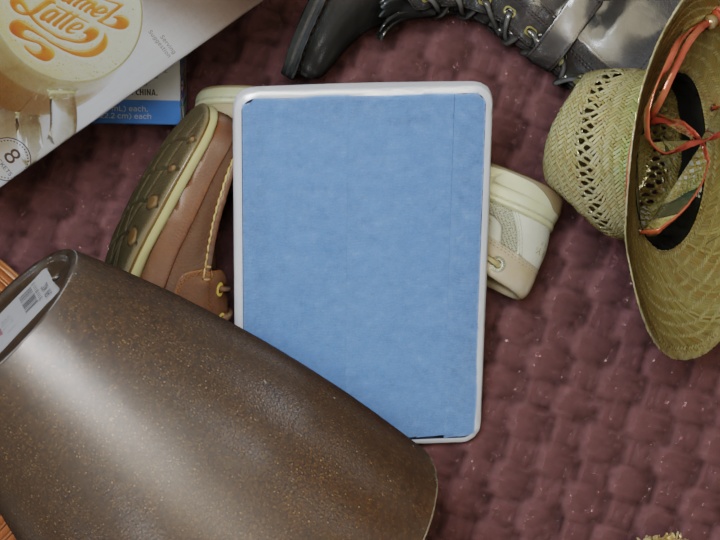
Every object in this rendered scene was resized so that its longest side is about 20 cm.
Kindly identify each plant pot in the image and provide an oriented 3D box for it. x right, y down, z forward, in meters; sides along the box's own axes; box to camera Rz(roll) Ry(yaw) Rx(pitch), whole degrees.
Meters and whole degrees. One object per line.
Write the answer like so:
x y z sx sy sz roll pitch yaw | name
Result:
-0.098 0.089 1.121 0.187 0.187 0.200 -46 110 -5 | plant pot

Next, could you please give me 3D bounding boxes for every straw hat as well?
0.141 -0.058 1.198 0.085 0.201 0.201 10 83 30 | straw hat

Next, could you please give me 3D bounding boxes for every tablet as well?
0.000 0.000 1.199 0.130 0.014 0.200 -2 114 -6 | tablet

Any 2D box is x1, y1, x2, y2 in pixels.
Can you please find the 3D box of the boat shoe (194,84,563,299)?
0.003 -0.042 1.228 0.200 0.072 0.065 20 83 -4 | boat shoe

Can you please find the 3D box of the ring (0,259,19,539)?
-0.237 0.076 1.204 0.200 0.019 0.201 2 98 15 | ring

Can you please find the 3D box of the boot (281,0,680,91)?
0.075 -0.134 1.242 0.174 0.069 0.200 41 92 -4 | boot

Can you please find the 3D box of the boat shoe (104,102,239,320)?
-0.099 0.012 1.213 0.067 0.072 0.200 20 102 -16 | boat shoe

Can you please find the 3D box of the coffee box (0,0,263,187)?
-0.144 -0.141 1.164 0.200 0.080 0.114 -35 107 11 | coffee box

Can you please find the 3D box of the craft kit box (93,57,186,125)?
-0.189 -0.176 1.217 0.200 0.049 0.198 2 111 -1 | craft kit box

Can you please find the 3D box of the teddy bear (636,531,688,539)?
0.113 0.223 1.200 0.200 0.067 0.145 -19 87 -2 | teddy bear
